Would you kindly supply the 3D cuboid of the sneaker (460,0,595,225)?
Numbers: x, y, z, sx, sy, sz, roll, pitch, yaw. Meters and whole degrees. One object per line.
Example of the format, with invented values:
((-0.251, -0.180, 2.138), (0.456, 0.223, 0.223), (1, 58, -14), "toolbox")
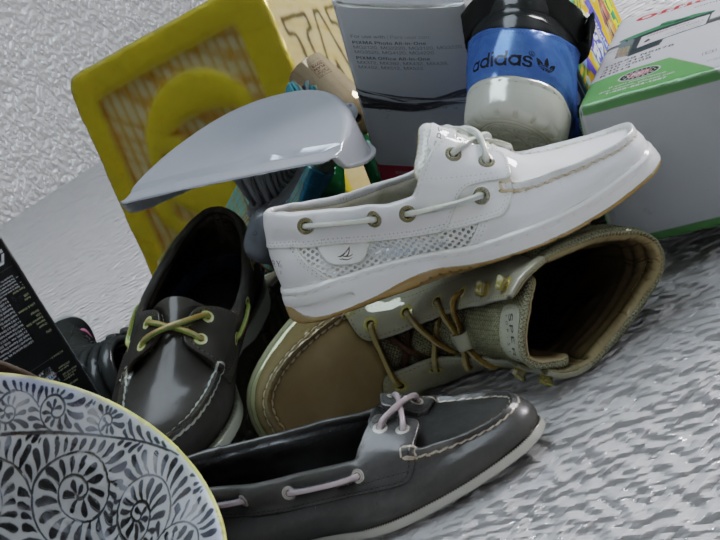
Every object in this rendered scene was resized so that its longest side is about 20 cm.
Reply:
((0.096, -0.091, 0.925), (0.076, 0.113, 0.200), (3, -22, 13), "sneaker")

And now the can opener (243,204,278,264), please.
((0.000, 0.000, 0.944), (0.052, 0.067, 0.199), (21, 3, 27), "can opener")

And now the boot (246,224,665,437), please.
((0.044, 0.033, 0.825), (0.199, 0.073, 0.154), (-32, 15, -16), "boot")

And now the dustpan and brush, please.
((-0.040, -0.074, 0.957), (0.138, 0.058, 0.201), (-10, 27, 23), "dustpan and brush")

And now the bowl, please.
((-0.160, 0.145, 0.698), (0.201, 0.199, 0.095), (-43, -25, -48), "bowl")

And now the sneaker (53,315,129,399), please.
((-0.190, 0.073, 1.198), (0.098, 0.071, 0.200), (-25, 19, 8), "sneaker")

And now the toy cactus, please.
((0.007, -0.085, 1.155), (0.199, 0.166, 0.102), (-36, -13, -11), "toy cactus")

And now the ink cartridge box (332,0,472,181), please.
((0.050, -0.157, 1.033), (0.082, 0.201, 0.147), (4, 58, 14), "ink cartridge box")

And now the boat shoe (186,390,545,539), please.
((-0.013, 0.090, 0.749), (0.198, 0.057, 0.067), (-24, 13, 23), "boat shoe")

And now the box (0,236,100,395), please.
((-0.262, 0.104, 0.980), (0.199, 0.165, 0.086), (-35, 5, -23), "box")

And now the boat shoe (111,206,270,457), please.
((-0.095, 0.038, 0.873), (0.071, 0.061, 0.202), (-3, 31, 10), "boat shoe")

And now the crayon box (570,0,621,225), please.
((0.148, -0.121, 1.065), (0.051, 0.127, 0.200), (-22, 14, 22), "crayon box")

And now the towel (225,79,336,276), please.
((-0.077, -0.019, 1.097), (0.201, 0.022, 0.147), (-59, 21, 20), "towel")

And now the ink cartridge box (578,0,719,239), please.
((0.208, -0.097, 0.897), (0.144, 0.085, 0.200), (-14, 17, 19), "ink cartridge box")

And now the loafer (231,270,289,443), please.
((-0.075, 0.056, 0.980), (0.068, 0.076, 0.200), (-12, 21, 35), "loafer")

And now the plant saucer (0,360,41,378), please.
((-0.205, 0.127, 0.801), (0.200, 0.200, 0.037), (-43, -13, -48), "plant saucer")

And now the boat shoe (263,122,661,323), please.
((0.045, -0.039, 0.792), (0.198, 0.070, 0.071), (-21, 11, 7), "boat shoe")

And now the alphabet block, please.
((-0.080, -0.115, 1.323), (0.194, 0.198, 0.200), (-25, 2, 25), "alphabet block")
